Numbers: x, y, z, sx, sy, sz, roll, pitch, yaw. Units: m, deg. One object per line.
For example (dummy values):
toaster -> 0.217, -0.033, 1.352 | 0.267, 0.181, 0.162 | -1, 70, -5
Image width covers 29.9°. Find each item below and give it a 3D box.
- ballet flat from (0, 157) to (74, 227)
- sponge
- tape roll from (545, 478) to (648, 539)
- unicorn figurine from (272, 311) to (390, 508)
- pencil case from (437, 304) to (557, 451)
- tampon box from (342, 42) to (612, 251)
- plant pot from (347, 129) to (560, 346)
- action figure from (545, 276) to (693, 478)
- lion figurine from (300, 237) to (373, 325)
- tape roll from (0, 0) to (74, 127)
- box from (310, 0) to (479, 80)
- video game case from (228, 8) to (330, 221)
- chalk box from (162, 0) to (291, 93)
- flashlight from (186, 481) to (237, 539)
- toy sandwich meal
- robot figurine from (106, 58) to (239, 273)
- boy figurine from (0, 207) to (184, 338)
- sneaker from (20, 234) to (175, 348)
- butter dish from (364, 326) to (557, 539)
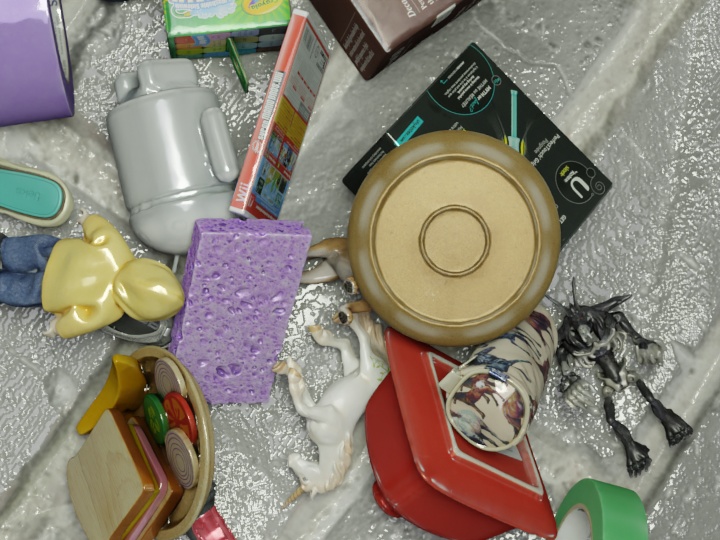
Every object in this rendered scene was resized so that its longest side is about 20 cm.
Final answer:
ballet flat -> -0.375, -0.090, 1.328 | 0.199, 0.069, 0.070 | 22, 86, 0
sponge -> -0.123, 0.042, 1.306 | 0.111, 0.030, 0.201 | 2, 122, -25
tape roll -> 0.220, 0.306, 1.316 | 0.048, 0.200, 0.202 | 15, 86, -6
unicorn figurine -> -0.029, 0.133, 1.350 | 0.200, 0.074, 0.138 | -40, 111, -14
pencil case -> 0.137, 0.092, 1.297 | 0.078, 0.200, 0.090 | -36, 96, 25
tampon box -> 0.114, -0.087, 1.335 | 0.200, 0.126, 0.150 | 45, 63, -3
plant pot -> 0.086, -0.028, 1.239 | 0.198, 0.027, 0.202 | 0, 96, 1
action figure -> 0.260, 0.103, 1.379 | 0.118, 0.102, 0.201 | -34, 94, 5
lion figurine -> 0.000, 0.000, 1.340 | 0.122, 0.200, 0.073 | -22, 130, -38
tape roll -> -0.327, -0.239, 1.270 | 0.084, 0.200, 0.202 | -9, 89, -6
box -> 0.049, -0.321, 1.335 | 0.199, 0.166, 0.165 | -36, 93, -6
video game case -> -0.076, -0.141, 1.326 | 0.017, 0.143, 0.201 | 17, 86, 9
chalk box -> -0.137, -0.277, 1.332 | 0.123, 0.125, 0.202 | -6, 87, -7
flashlight -> -0.129, 0.280, 1.342 | 0.067, 0.068, 0.201 | -31, 93, -6
toy sandwich meal -> -0.214, 0.170, 1.285 | 0.070, 0.204, 0.207 | -2, 88, -39
robot figurine -> -0.180, -0.103, 1.313 | 0.112, 0.169, 0.202 | -11, 87, -42
boy figurine -> -0.256, 0.003, 1.259 | 0.198, 0.064, 0.125 | 5, 77, 12
sneaker -> -0.265, 0.016, 1.327 | 0.199, 0.082, 0.075 | 21, 86, -4
butter dish -> 0.072, 0.188, 1.321 | 0.199, 0.201, 0.148 | 28, 121, -34
